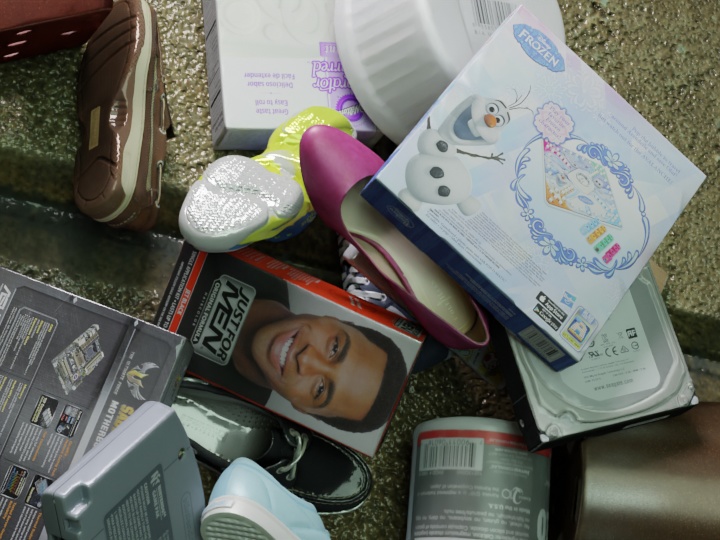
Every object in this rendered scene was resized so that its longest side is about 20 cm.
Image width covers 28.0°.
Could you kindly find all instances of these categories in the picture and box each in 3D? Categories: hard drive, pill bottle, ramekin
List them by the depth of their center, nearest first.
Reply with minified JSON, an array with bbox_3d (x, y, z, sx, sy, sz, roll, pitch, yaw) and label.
[{"bbox_3d":[0.165,0.027,1.115,0.139,0.038,0.201,-10,71,-18],"label":"hard drive"},{"bbox_3d":[0.091,0.224,1.139,0.113,0.114,0.202,9,73,-15],"label":"pill bottle"},{"bbox_3d":[0.083,-0.201,1.225,0.199,0.097,0.202,14,68,-37],"label":"ramekin"}]

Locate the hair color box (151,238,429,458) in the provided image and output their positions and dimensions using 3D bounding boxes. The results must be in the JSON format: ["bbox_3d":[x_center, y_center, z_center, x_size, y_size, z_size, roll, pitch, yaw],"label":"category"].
[{"bbox_3d":[-0.057,0.054,1.121,0.199,0.061,0.102,23,99,5],"label":"hair color box"}]

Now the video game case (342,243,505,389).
[{"bbox_3d":[0.111,-0.034,1.169,0.182,0.023,0.200,40,85,-24],"label":"video game case"}]

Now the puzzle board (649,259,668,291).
[{"bbox_3d":[0.167,0.000,1.262,0.200,0.017,0.151,37,58,-8],"label":"puzzle board"}]

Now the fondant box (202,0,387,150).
[{"bbox_3d":[-0.059,-0.205,1.238,0.143,0.058,0.202,-1,77,-19],"label":"fondant box"}]

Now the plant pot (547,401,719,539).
[{"bbox_3d":[0.249,0.187,1.167,0.196,0.200,0.202,8,73,-8],"label":"plant pot"}]

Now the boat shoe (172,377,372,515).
[{"bbox_3d":[-0.077,0.137,1.136,0.199,0.060,0.074,27,71,-9],"label":"boat shoe"}]

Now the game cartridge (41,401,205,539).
[{"bbox_3d":[-0.160,0.199,1.029,0.040,0.201,0.133,17,35,30],"label":"game cartridge"}]

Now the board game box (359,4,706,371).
[{"bbox_3d":[0.134,-0.064,1.087,0.200,0.043,0.199,42,66,-4],"label":"board game box"}]

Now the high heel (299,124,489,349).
[{"bbox_3d":[0.027,-0.023,1.073,0.067,0.096,0.201,-35,111,-10],"label":"high heel"}]

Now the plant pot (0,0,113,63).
[{"bbox_3d":[-0.287,-0.258,1.114,0.198,0.200,0.178,-16,91,-21],"label":"plant pot"}]

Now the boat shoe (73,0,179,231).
[{"bbox_3d":[-0.186,-0.124,1.179,0.075,0.074,0.204,30,56,-45],"label":"boat shoe"}]

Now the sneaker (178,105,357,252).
[{"bbox_3d":[-0.073,-0.047,1.134,0.076,0.105,0.200,36,45,16],"label":"sneaker"}]

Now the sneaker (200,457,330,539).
[{"bbox_3d":[-0.039,0.218,1.109,0.200,0.074,0.082,52,32,-27],"label":"sneaker"}]

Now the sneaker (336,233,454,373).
[{"bbox_3d":[0.000,0.000,1.194,0.108,0.070,0.201,-28,88,-24],"label":"sneaker"}]

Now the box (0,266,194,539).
[{"bbox_3d":[-0.233,0.117,1.065,0.157,0.048,0.201,20,77,5],"label":"box"}]
